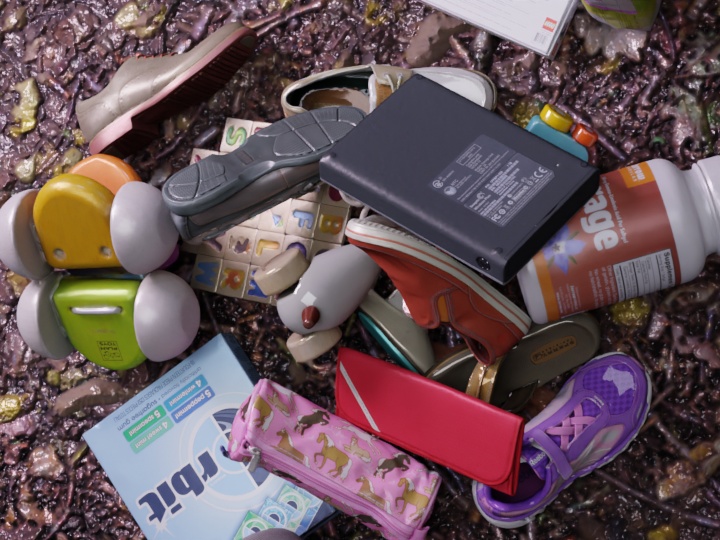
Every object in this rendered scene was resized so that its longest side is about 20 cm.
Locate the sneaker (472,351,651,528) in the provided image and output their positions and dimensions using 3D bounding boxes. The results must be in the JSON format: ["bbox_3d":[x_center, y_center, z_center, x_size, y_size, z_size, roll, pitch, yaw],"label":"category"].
[{"bbox_3d":[0.176,0.153,1.691,0.200,0.088,0.081,-44,76,8],"label":"sneaker"}]

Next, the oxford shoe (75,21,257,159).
[{"bbox_3d":[-0.190,-0.186,1.822,0.200,0.070,0.075,-34,73,10],"label":"oxford shoe"}]

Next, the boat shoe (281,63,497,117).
[{"bbox_3d":[0.024,-0.152,1.760,0.199,0.068,0.075,-4,86,15],"label":"boat shoe"}]

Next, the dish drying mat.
[{"bbox_3d":[0.057,0.131,1.689,0.199,0.018,0.077,22,117,35],"label":"dish drying mat"}]

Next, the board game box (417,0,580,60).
[{"bbox_3d":[0.114,-0.291,1.762,0.199,0.035,0.127,26,94,15],"label":"board game box"}]

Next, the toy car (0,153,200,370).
[{"bbox_3d":[-0.230,-0.012,1.778,0.174,0.150,0.201,-2,115,22],"label":"toy car"}]

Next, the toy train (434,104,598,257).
[{"bbox_3d":[0.124,-0.079,1.741,0.199,0.056,0.151,-9,111,4],"label":"toy train"}]

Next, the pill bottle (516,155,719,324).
[{"bbox_3d":[0.230,-0.032,1.668,0.199,0.112,0.113,-17,82,2],"label":"pill bottle"}]

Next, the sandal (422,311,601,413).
[{"bbox_3d":[0.128,0.101,1.708,0.199,0.080,0.054,-27,36,8],"label":"sandal"}]

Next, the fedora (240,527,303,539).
[{"bbox_3d":[-0.082,0.293,1.712,0.177,0.200,0.091,-42,60,20],"label":"fedora"}]

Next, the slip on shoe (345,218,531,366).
[{"bbox_3d":[0.062,0.018,1.632,0.200,0.074,0.061,35,85,-30],"label":"slip on shoe"}]

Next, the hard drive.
[{"bbox_3d":[0.083,-0.083,1.630,0.200,0.033,0.140,31,57,26],"label":"hard drive"}]

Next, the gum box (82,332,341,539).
[{"bbox_3d":[-0.138,0.189,1.796,0.170,0.045,0.200,-36,78,10],"label":"gum box"}]

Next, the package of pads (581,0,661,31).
[{"bbox_3d":[0.237,-0.294,1.643,0.068,0.200,0.155,19,92,14],"label":"package of pads"}]

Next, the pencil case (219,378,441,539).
[{"bbox_3d":[-0.023,0.176,1.717,0.199,0.083,0.087,28,68,-6],"label":"pencil case"}]

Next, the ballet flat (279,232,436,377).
[{"bbox_3d":[0.011,0.024,1.759,0.200,0.069,0.070,41,97,14],"label":"ballet flat"}]

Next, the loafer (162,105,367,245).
[{"bbox_3d":[-0.081,-0.086,1.717,0.199,0.063,0.072,-23,41,-11],"label":"loafer"}]

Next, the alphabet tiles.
[{"bbox_3d":[-0.091,-0.055,1.781,0.199,0.006,0.167,11,86,35],"label":"alphabet tiles"}]

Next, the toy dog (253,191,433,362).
[{"bbox_3d":[0.000,0.000,1.671,0.132,0.096,0.200,38,94,-17],"label":"toy dog"}]
